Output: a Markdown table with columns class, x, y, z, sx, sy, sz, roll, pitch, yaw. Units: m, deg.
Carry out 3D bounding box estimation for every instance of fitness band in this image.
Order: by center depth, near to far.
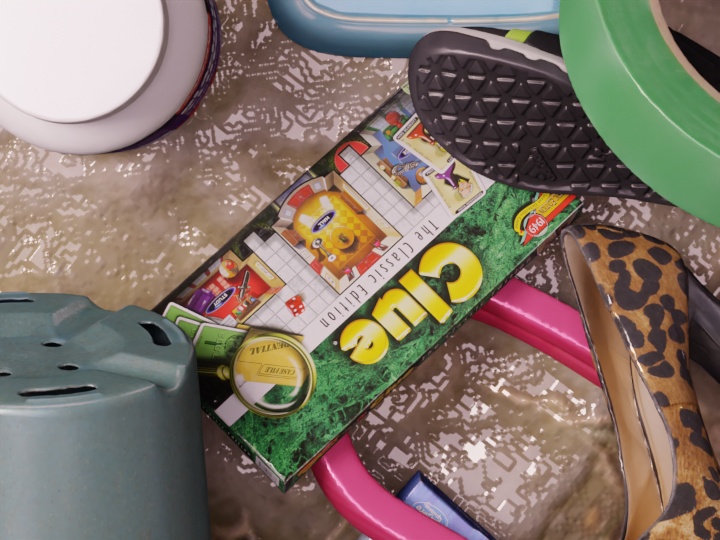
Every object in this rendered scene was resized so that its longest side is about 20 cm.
| class | x | y | z | sx | sy | sz | roll | pitch | yaw |
| --- | --- | --- | --- | --- | --- | --- | --- | --- | --- |
| fitness band | 0.068 | 0.082 | 1.266 | 0.200 | 0.037 | 0.144 | 29 | 70 | -1 |

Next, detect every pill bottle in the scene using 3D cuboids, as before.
| class | x | y | z | sx | sy | sz | roll | pitch | yaw |
| --- | --- | --- | --- | --- | --- | --- | --- | --- | --- |
| pill bottle | -0.121 | -0.107 | 1.199 | 0.111 | 0.200 | 0.112 | 0 | 93 | 0 |

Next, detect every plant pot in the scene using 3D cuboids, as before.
| class | x | y | z | sx | sy | sz | roll | pitch | yaw |
| --- | --- | --- | --- | --- | --- | --- | --- | --- | --- |
| plant pot | -0.148 | 0.124 | 1.189 | 0.200 | 0.200 | 0.197 | 1 | 109 | 0 |

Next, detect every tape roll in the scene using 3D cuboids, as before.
| class | x | y | z | sx | sy | sz | roll | pitch | yaw |
| --- | --- | --- | --- | --- | --- | --- | --- | --- | --- |
| tape roll | 0.192 | -0.108 | 1.223 | 0.200 | 0.048 | 0.201 | 8 | 59 | -14 |

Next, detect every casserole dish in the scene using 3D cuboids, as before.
| class | x | y | z | sx | sy | sz | roll | pitch | yaw |
| --- | --- | --- | --- | --- | --- | --- | --- | --- | --- |
| casserole dish | 0.042 | -0.163 | 1.278 | 0.199 | 0.039 | 0.121 | 0 | 93 | -1 |

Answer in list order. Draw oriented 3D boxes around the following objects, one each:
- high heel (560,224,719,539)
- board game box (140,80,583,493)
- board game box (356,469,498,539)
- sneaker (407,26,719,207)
| class | x | y | z | sx | sy | sz | roll | pitch | yaw |
| --- | --- | --- | --- | --- | --- | --- | --- | --- | --- |
| high heel | 0.112 | 0.077 | 1.216 | 0.142 | 0.071 | 0.200 | 39 | 56 | -5 |
| board game box | 0.000 | 0.000 | 1.253 | 0.105 | 0.023 | 0.200 | 44 | 73 | 9 |
| board game box | 0.036 | 0.238 | 1.295 | 0.200 | 0.043 | 0.199 | 42 | 92 | -1 |
| sneaker | 0.117 | -0.080 | 1.264 | 0.200 | 0.083 | 0.072 | 15 | 129 | -10 |
